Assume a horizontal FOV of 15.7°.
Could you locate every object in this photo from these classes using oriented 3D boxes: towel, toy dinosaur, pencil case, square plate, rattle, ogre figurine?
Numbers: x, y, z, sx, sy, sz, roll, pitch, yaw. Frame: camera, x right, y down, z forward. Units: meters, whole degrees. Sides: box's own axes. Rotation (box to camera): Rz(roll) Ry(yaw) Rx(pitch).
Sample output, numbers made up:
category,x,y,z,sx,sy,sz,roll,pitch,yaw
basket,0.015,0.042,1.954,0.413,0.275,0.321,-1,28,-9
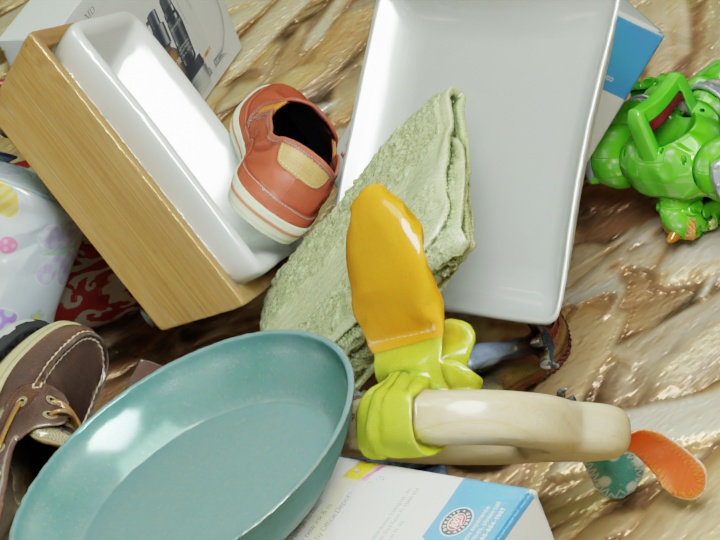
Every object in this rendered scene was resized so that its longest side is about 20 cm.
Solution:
category,x,y,z,sx,sy,sz,roll,pitch,yaw
towel,0.000,0.000,1.468,0.200,0.036,0.149,-49,23,31
toy dinosaur,0.037,0.105,1.479,0.181,0.105,0.200,-25,-1,13
pencil case,-0.233,0.031,1.600,0.091,0.201,0.083,9,13,-45
square plate,0.066,-0.070,1.503,0.200,0.028,0.199,5,81,48
rattle,0.085,0.045,1.367,0.199,0.130,0.143,2,64,-19
ogre figurine,0.211,-0.082,1.585,0.120,0.098,0.200,-31,44,-32

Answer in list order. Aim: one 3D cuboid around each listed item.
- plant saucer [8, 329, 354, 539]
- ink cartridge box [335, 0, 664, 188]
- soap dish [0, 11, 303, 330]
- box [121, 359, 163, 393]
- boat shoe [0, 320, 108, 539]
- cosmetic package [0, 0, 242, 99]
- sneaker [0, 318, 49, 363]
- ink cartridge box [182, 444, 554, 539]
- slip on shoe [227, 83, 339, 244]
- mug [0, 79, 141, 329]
category,x,y,z,sx,sy,sz,roll,pitch,yaw
plant saucer,-0.084,0.108,1.322,0.199,0.036,0.200,-24,27,13
ink cartridge box,0.078,-0.101,1.603,0.200,0.086,0.147,-58,31,14
soap dish,-0.129,-0.059,1.578,0.081,0.200,0.157,-38,1,13
box,-0.129,0.157,1.434,0.075,0.100,0.200,17,45,7
boat shoe,-0.179,0.105,1.451,0.072,0.072,0.200,-3,36,30
cosmetic package,-0.167,-0.162,1.865,0.052,0.151,0.200,0,40,30
sneaker,-0.247,0.093,1.512,0.083,0.072,0.200,1,33,35
ink cartridge box,-0.006,0.182,1.317,0.200,0.125,0.129,7,43,38
slip on shoe,-0.040,-0.077,1.595,0.061,0.074,0.200,-52,11,16
mug,-0.194,-0.039,1.698,0.199,0.178,0.133,-17,17,1
